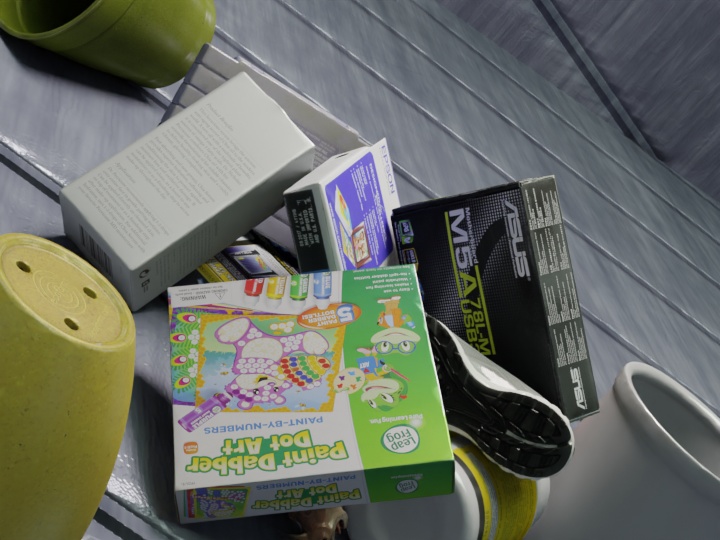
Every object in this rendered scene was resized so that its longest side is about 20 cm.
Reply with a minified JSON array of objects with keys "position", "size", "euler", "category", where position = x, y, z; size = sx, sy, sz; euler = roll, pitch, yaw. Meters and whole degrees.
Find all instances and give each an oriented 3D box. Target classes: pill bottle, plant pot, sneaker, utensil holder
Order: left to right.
[{"position":[-0.216,0.063,0.927],"size":[0.199,0.142,0.200],"euler":[35,19,-14],"category":"plant pot"},{"position":[-0.257,-0.291,1.619],"size":[0.193,0.200,0.201],"euler":[35,15,-52],"category":"plant pot"},{"position":[0.079,0.187,1.253],"size":[0.114,0.115,0.199],"euler":[46,20,19],"category":"pill bottle"},{"position":[0.087,0.100,1.224],"size":[0.199,0.074,0.079],"euler":[36,5,18],"category":"sneaker"},{"position":[0.238,0.212,1.364],"size":[0.169,0.201,0.170],"euler":[34,20,-14],"category":"utensil holder"}]

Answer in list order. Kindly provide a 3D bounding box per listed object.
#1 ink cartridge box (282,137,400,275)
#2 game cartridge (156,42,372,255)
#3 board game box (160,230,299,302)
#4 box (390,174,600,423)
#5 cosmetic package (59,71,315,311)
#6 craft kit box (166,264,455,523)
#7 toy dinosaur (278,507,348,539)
[{"position":[0.000,0.000,1.340],"size":[0.200,0.043,0.201],"euler":[-41,120,-66],"category":"ink cartridge box"},{"position":[-0.088,-0.106,1.402],"size":[0.199,0.131,0.038],"euler":[31,-5,-21],"category":"game cartridge"},{"position":[-0.107,0.015,1.377],"size":[0.200,0.057,0.165],"euler":[45,21,18],"category":"board game box"},{"position":[0.111,0.031,1.309],"size":[0.047,0.192,0.203],"euler":[-12,93,-31],"category":"box"},{"position":[-0.145,-0.069,1.290],"size":[0.102,0.199,0.072],"euler":[46,-24,19],"category":"cosmetic package"},{"position":[-0.042,0.086,1.125],"size":[0.197,0.049,0.199],"euler":[-6,48,-5],"category":"craft kit box"},{"position":[-0.078,0.115,1.185],"size":[0.199,0.086,0.136],"euler":[28,54,21],"category":"toy dinosaur"}]
